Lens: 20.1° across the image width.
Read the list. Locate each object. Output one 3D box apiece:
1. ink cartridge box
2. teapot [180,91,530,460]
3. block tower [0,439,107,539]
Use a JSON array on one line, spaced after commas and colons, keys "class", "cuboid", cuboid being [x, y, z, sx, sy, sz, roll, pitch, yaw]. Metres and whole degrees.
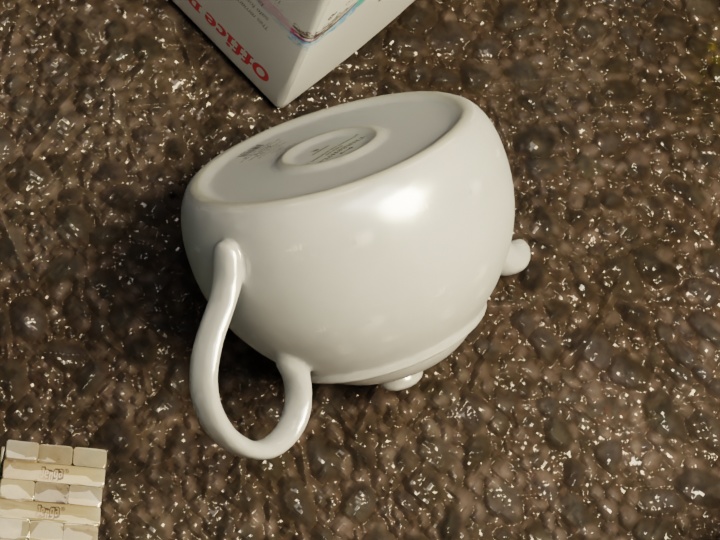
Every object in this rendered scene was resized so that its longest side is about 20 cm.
[{"class": "ink cartridge box", "cuboid": [-0.027, -0.227, 1.173, 0.147, 0.200, 0.146, 45, 62, 7]}, {"class": "teapot", "cuboid": [0.000, 0.000, 1.113, 0.198, 0.198, 0.147, -15, 109, 1]}, {"class": "block tower", "cuboid": [-0.161, 0.181, 1.001, 0.053, 0.058, 0.202, 7, 64, -12]}]
